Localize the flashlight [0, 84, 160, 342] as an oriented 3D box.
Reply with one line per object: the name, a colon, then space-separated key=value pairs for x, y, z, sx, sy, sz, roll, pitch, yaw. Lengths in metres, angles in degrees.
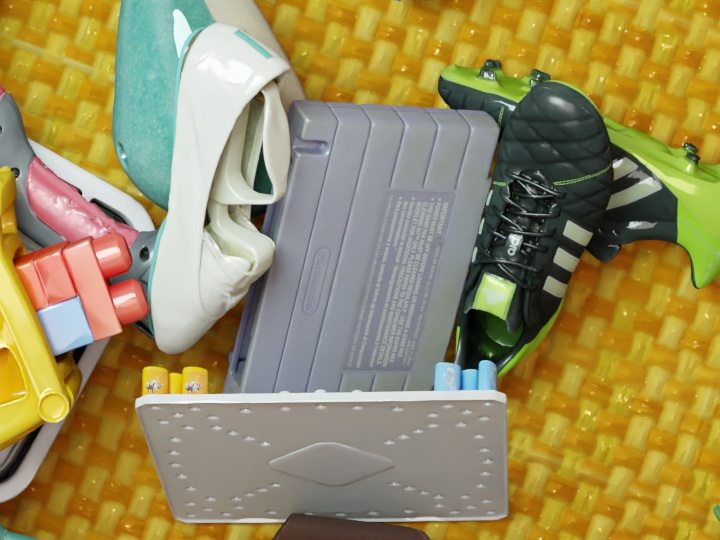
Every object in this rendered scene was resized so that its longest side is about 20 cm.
flashlight: x=-0.169 y=-0.042 z=1.645 sx=0.200 sy=0.068 sz=0.068 roll=35 pitch=73 yaw=-5

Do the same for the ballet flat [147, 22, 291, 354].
ballet flat: x=-0.074 y=-0.035 z=1.564 sx=0.069 sy=0.070 sz=0.201 roll=10 pitch=116 yaw=2

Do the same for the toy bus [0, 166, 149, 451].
toy bus: x=-0.221 y=0.006 z=1.577 sx=0.191 sy=0.136 sz=0.201 roll=-23 pitch=97 yaw=3

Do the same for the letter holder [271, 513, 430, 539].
letter holder: x=0.019 y=0.198 z=1.595 sx=0.141 sy=0.200 sz=0.101 roll=5 pitch=90 yaw=2

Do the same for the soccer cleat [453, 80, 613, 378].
soccer cleat: x=0.094 y=-0.016 z=1.619 sx=0.067 sy=0.081 sz=0.201 roll=24 pitch=133 yaw=13

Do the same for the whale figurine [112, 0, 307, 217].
whale figurine: x=-0.104 y=-0.119 z=1.637 sx=0.103 sy=0.159 sz=0.201 roll=-27 pitch=109 yaw=-16

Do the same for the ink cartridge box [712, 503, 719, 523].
ink cartridge box: x=0.290 y=0.205 z=1.633 sx=0.084 sy=0.146 sz=0.201 roll=-32 pitch=90 yaw=2

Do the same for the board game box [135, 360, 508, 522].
board game box: x=-0.017 y=0.098 z=1.626 sx=0.199 sy=0.200 sz=0.026 roll=-1 pitch=67 yaw=3

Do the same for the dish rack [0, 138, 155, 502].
dish rack: x=-0.232 y=0.018 z=1.687 sx=0.171 sy=0.044 sz=0.201 roll=29 pitch=82 yaw=-6

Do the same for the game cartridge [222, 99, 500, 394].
game cartridge: x=0.000 y=0.000 z=1.642 sx=0.129 sy=0.038 sz=0.201 roll=0 pitch=118 yaw=-30

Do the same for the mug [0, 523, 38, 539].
mug: x=-0.255 y=0.189 z=1.663 sx=0.184 sy=0.152 sz=0.115 roll=-6 pitch=90 yaw=-31

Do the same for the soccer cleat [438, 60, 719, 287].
soccer cleat: x=0.130 y=-0.056 z=1.671 sx=0.199 sy=0.068 sz=0.081 roll=25 pitch=106 yaw=2
